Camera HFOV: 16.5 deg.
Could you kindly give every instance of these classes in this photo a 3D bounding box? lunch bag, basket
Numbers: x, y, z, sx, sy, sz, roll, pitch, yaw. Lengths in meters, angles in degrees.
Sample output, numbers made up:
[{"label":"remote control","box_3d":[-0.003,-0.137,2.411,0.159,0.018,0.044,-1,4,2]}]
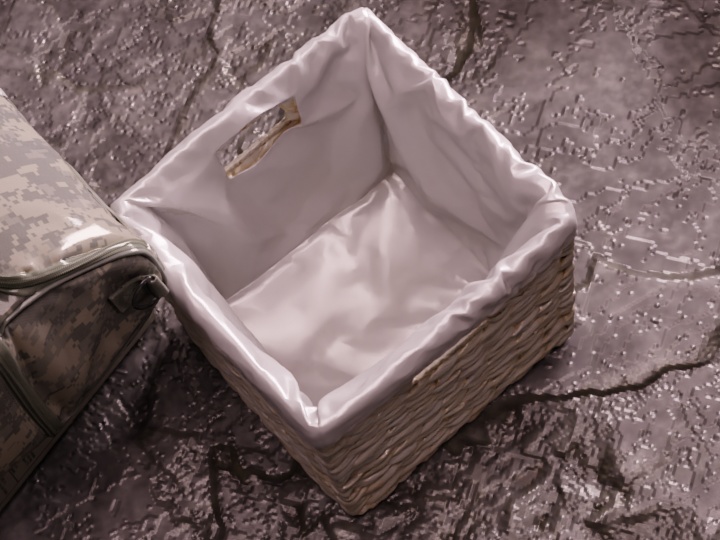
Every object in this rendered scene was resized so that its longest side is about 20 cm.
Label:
[{"label":"lunch bag","box_3d":[-0.221,-0.005,1.380,0.168,0.140,0.200,-40,60,-12]},{"label":"basket","box_3d":[0.000,0.000,1.437,0.198,0.161,0.200,-40,63,-10]}]

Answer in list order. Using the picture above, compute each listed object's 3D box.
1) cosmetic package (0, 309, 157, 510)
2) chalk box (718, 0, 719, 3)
[{"label":"cosmetic package","box_3d":[-0.223,0.062,1.482,0.087,0.103,0.200,32,73,24]},{"label":"chalk box","box_3d":[0.269,-0.257,1.533,0.123,0.125,0.201,18,70,18]}]
